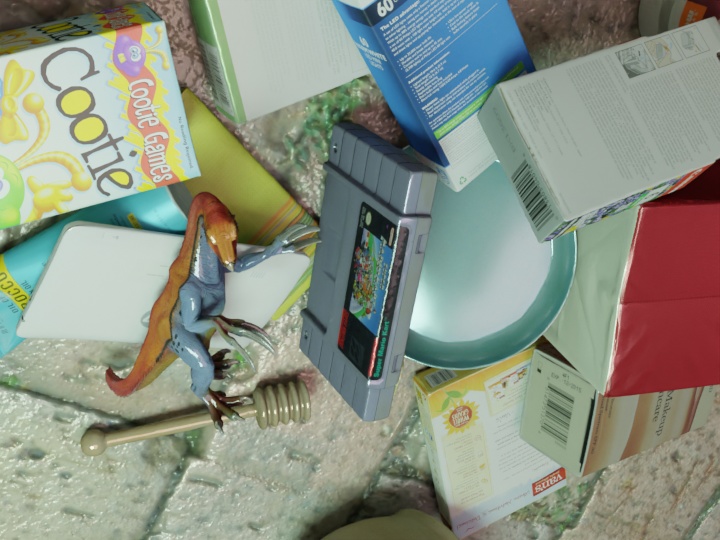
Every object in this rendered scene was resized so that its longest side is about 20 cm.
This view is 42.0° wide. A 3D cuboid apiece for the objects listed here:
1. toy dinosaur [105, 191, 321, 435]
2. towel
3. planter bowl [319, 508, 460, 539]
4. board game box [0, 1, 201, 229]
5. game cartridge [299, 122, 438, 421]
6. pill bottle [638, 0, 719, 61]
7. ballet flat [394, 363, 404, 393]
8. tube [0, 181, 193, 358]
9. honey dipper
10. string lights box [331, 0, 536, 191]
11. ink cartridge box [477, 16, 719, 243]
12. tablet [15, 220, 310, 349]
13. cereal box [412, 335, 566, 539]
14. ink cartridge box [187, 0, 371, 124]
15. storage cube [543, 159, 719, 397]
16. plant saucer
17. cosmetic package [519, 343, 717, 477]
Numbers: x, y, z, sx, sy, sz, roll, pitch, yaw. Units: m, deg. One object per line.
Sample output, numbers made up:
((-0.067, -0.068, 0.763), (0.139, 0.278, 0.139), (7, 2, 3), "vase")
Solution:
((-0.119, 0.029, 0.661), (0.197, 0.106, 0.183), (-11, 129, 3), "toy dinosaur")
((-0.102, -0.048, 0.748), (0.086, 0.018, 0.200), (-45, 125, -2), "towel")
((0.036, 0.322, 0.915), (0.134, 0.198, 0.203), (-37, 130, -36), "planter bowl")
((-0.217, -0.096, 0.606), (0.197, 0.103, 0.106), (-17, 115, -14), "board game box")
((0.000, 0.000, 0.732), (0.038, 0.130, 0.203), (0, 113, -26), "game cartridge")
((0.319, -0.191, 0.752), (0.108, 0.200, 0.111), (-11, 120, -19), "pill bottle")
((0.028, 0.013, 0.767), (0.046, 0.067, 0.204), (-1, 100, -21), "ballet flat")
((-0.215, -0.008, 0.695), (0.198, 0.051, 0.078), (-30, 120, 9), "tube")
((-0.141, 0.129, 0.811), (0.197, 0.038, 0.039), (-8, 119, -17), "honey dipper")
((0.057, -0.169, 0.681), (0.102, 0.059, 0.201), (-39, 127, -7), "string lights box")
((0.197, -0.106, 0.685), (0.198, 0.110, 0.050), (-20, 167, -19), "ink cartridge box")
((-0.148, 0.019, 0.717), (0.198, 0.014, 0.130), (8, 137, -36), "tablet")
((0.136, 0.166, 0.953), (0.142, 0.040, 0.202), (-21, 123, -15), "cereal box")
((-0.025, -0.209, 0.679), (0.198, 0.048, 0.147), (-25, 124, -20), "ink cartridge box")
((0.260, -0.011, 0.825), (0.177, 0.200, 0.174), (-4, 115, -17), "storage cube")
((0.083, -0.016, 0.798), (0.197, 0.027, 0.204), (1, 102, 3), "plant saucer")
((0.261, 0.117, 0.928), (0.198, 0.087, 0.105), (-13, 117, -35), "cosmetic package")
